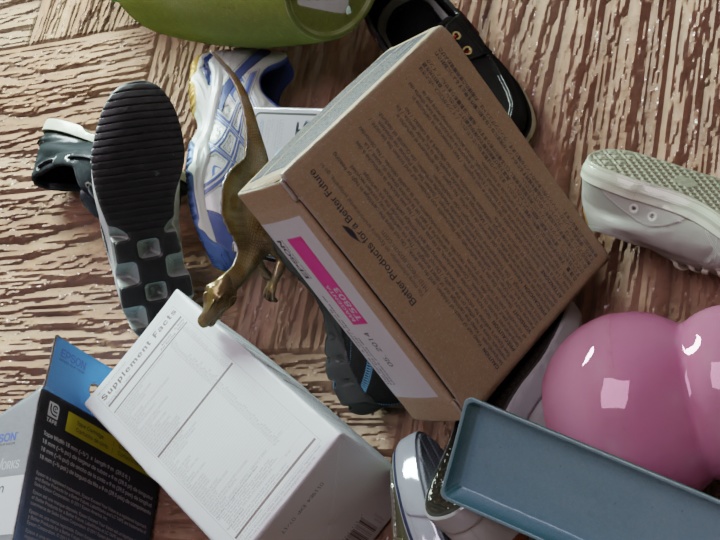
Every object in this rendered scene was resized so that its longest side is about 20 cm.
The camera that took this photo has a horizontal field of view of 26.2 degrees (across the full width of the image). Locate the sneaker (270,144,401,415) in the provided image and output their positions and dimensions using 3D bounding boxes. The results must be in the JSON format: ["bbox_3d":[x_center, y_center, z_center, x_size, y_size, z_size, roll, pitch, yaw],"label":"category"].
[{"bbox_3d":[0.000,0.000,1.075,0.082,0.201,0.073,-15,16,32],"label":"sneaker"}]

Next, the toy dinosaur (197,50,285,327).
[{"bbox_3d":[-0.071,-0.052,1.102,0.058,0.101,0.201,-5,72,29],"label":"toy dinosaur"}]

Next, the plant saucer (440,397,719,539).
[{"bbox_3d":[0.144,0.137,0.888,0.199,0.019,0.070,21,112,19],"label":"plant saucer"}]

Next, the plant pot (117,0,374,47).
[{"bbox_3d":[-0.081,-0.253,1.240,0.200,0.187,0.187,32,83,45],"label":"plant pot"}]

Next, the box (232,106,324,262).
[{"bbox_3d":[0.005,-0.059,1.151,0.199,0.060,0.117,4,85,34],"label":"box"}]

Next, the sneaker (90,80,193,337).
[{"bbox_3d":[-0.176,-0.049,1.220,0.088,0.074,0.201,-148,55,-73],"label":"sneaker"}]

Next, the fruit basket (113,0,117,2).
[{"bbox_3d":[-0.173,-0.351,1.424,0.214,0.156,0.217,8,53,-11],"label":"fruit basket"}]

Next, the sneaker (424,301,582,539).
[{"bbox_3d":[0.109,0.109,1.018,0.073,0.085,0.200,-19,32,47],"label":"sneaker"}]

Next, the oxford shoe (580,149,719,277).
[{"bbox_3d":[0.232,-0.024,1.015,0.199,0.075,0.058,23,119,31],"label":"oxford shoe"}]

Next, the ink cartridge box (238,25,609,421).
[{"bbox_3d":[0.044,-0.029,1.010,0.165,0.200,0.075,-44,16,-25],"label":"ink cartridge box"}]

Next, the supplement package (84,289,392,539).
[{"bbox_3d":[-0.080,0.122,1.090,0.114,0.110,0.200,-50,50,-2],"label":"supplement package"}]

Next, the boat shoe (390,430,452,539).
[{"bbox_3d":[0.046,0.199,0.994,0.062,0.072,0.201,-31,53,23],"label":"boat shoe"}]

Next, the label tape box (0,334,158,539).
[{"bbox_3d":[-0.217,0.170,1.128,0.063,0.144,0.201,-11,58,29],"label":"label tape box"}]

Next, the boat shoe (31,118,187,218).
[{"bbox_3d":[-0.218,-0.078,1.314,0.199,0.074,0.066,20,78,39],"label":"boat shoe"}]

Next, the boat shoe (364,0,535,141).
[{"bbox_3d":[0.063,-0.159,1.192,0.074,0.063,0.202,-38,52,5],"label":"boat shoe"}]

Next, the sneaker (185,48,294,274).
[{"bbox_3d":[-0.090,-0.095,1.245,0.088,0.075,0.201,-8,67,10],"label":"sneaker"}]

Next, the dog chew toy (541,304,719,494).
[{"bbox_3d":[0.213,0.076,0.930,0.199,0.125,0.125,-14,57,16],"label":"dog chew toy"}]
